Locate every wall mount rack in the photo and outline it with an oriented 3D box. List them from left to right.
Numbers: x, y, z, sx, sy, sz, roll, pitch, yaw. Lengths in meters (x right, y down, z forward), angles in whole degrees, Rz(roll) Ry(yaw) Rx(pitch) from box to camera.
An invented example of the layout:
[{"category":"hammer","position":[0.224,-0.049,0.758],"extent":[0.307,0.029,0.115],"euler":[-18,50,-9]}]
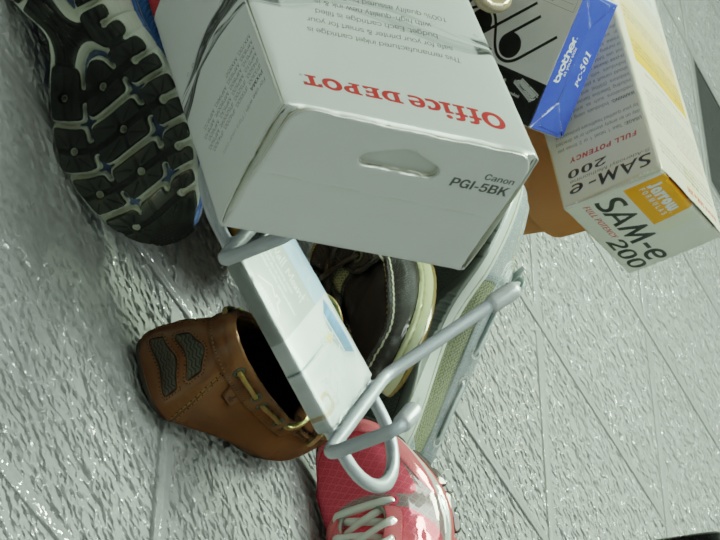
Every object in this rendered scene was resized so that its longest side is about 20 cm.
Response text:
[{"category":"wall mount rack","position":[0.003,0.005,1.454],"extent":[0.201,0.074,0.174],"euler":[62,28,-12]}]

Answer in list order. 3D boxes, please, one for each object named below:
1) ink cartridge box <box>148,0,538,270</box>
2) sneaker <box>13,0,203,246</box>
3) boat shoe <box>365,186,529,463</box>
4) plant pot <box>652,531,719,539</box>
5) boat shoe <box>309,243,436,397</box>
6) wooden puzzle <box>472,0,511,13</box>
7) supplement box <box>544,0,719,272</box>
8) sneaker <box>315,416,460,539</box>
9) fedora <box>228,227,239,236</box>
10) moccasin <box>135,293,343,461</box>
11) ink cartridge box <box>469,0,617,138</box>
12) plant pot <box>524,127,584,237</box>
[{"category":"ink cartridge box","position":[-0.016,-0.105,1.399],"extent":[0.146,0.083,0.201],"euler":[11,40,-29]},{"category":"sneaker","position":[-0.122,-0.110,1.465],"extent":[0.089,0.078,0.201],"euler":[2,67,-68]},{"category":"boat shoe","position":[0.048,0.031,1.678],"extent":[0.065,0.074,0.203],"euler":[39,69,-47]},{"category":"plant pot","position":[0.162,0.285,1.669],"extent":[0.200,0.199,0.178],"euler":[45,40,-52]},{"category":"boat shoe","position":[0.000,0.000,1.611],"extent":[0.065,0.073,0.200],"euler":[23,26,-16]},{"category":"wooden puzzle","position":[0.028,-0.276,1.739],"extent":[0.200,0.037,0.186],"euler":[55,17,-38]},{"category":"supplement box","position":[0.164,-0.116,1.857],"extent":[0.126,0.073,0.201],"euler":[39,34,-57]},{"category":"sneaker","position":[0.016,0.171,1.546],"extent":[0.087,0.073,0.201],"euler":[22,48,-64]},{"category":"fedora","position":[-0.053,-0.101,1.555],"extent":[0.201,0.081,0.202],"euler":[166,-90,-86]},{"category":"moccasin","position":[-0.045,0.053,1.496],"extent":[0.201,0.077,0.074],"euler":[32,40,-62]},{"category":"ink cartridge box","position":[0.062,-0.166,1.818],"extent":[0.199,0.094,0.044],"euler":[27,7,35]},{"category":"plant pot","position":[0.077,-0.101,1.934],"extent":[0.200,0.139,0.201],"euler":[55,21,-34]}]
